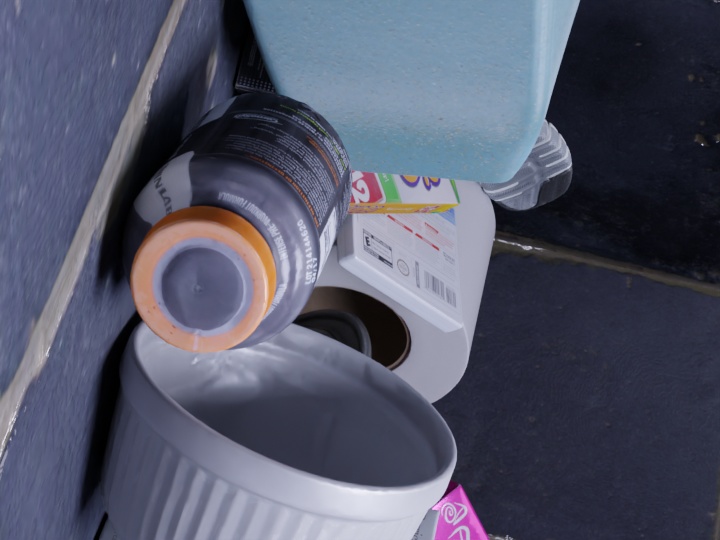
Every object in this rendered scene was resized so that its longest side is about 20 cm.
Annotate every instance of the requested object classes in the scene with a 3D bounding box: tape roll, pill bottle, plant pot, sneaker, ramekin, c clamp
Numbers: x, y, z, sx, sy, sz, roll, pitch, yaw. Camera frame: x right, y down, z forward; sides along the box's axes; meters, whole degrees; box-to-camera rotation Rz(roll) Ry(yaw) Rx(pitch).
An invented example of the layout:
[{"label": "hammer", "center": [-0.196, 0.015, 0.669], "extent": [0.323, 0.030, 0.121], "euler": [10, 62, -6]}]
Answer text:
[{"label": "tape roll", "center": [0.000, 0.000, 1.473], "extent": [0.203, 0.202, 0.140], "euler": [100, 5, -48]}, {"label": "pill bottle", "center": [-0.067, -0.024, 0.999], "extent": [0.200, 0.106, 0.107], "euler": [-69, 171, -70]}, {"label": "plant pot", "center": [0.046, -0.167, 1.167], "extent": [0.196, 0.195, 0.201], "euler": [-69, 159, -45]}, {"label": "sneaker", "center": [0.106, -0.137, 1.439], "extent": [0.200, 0.075, 0.116], "euler": [51, 23, -55]}, {"label": "ramekin", "center": [-0.054, 0.114, 1.060], "extent": [0.200, 0.199, 0.105], "euler": [-68, 180, -71]}, {"label": "c clamp", "center": [-0.068, 0.112, 1.279], "extent": [0.171, 0.027, 0.201], "euler": [19, -97, 55]}]

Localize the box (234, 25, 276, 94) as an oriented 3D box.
[{"label": "box", "center": [-0.039, -0.207, 1.327], "extent": [0.160, 0.044, 0.201], "euler": [78, 26, -84]}]

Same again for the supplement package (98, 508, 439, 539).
[{"label": "supplement package", "center": [-0.068, 0.229, 1.158], "extent": [0.152, 0.199, 0.151], "euler": [-74, 176, -54]}]

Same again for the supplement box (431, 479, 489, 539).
[{"label": "supplement box", "center": [0.007, 0.202, 1.345], "extent": [0.200, 0.103, 0.101], "euler": [15, -44, 62]}]

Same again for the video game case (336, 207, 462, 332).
[{"label": "video game case", "center": [0.026, -0.070, 1.345], "extent": [0.143, 0.018, 0.201], "euler": [32, 48, -48]}]

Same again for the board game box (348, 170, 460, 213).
[{"label": "board game box", "center": [0.012, -0.088, 1.287], "extent": [0.200, 0.030, 0.096], "euler": [-2, 76, -63]}]
